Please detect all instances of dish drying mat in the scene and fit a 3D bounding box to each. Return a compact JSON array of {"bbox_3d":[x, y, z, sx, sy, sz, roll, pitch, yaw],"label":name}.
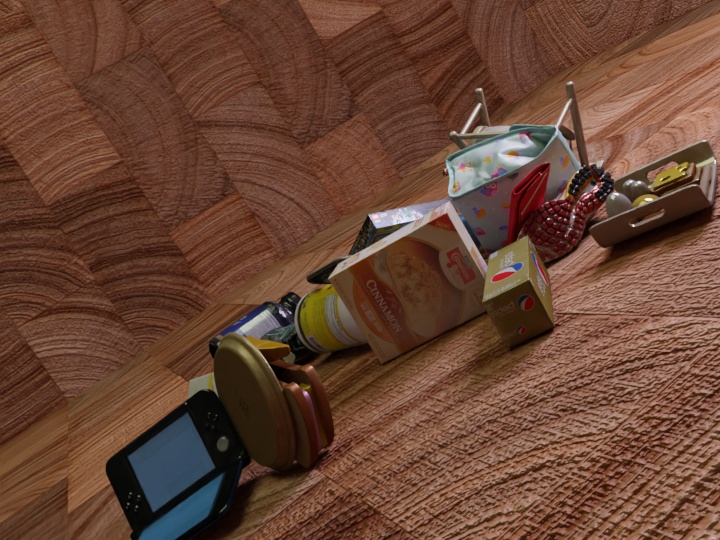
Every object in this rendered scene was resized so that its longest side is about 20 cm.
[{"bbox_3d":[0.251,-0.082,1.180,0.077,0.018,0.200,-44,-25,-15],"label":"dish drying mat"}]

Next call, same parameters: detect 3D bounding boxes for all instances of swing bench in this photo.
[{"bbox_3d":[0.298,-0.212,1.395,0.198,0.200,0.130,5,53,41],"label":"swing bench"}]

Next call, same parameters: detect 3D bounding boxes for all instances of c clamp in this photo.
[{"bbox_3d":[0.000,0.000,1.328,0.169,0.027,0.200,1,-15,-23],"label":"c clamp"}]

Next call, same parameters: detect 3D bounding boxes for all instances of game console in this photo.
[{"bbox_3d":[-0.250,0.271,0.994,0.199,0.171,0.118,-36,-18,11],"label":"game console"}]

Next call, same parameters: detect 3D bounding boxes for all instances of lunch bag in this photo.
[{"bbox_3d":[0.261,-0.138,1.278,0.199,0.170,0.123,-24,41,22],"label":"lunch bag"}]

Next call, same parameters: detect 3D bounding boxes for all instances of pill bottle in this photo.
[{"bbox_3d":[-0.015,0.070,1.312,0.112,0.113,0.199,-39,12,-38],"label":"pill bottle"},{"bbox_3d":[-0.193,0.132,1.569,0.199,0.112,0.112,-36,10,-24],"label":"pill bottle"}]

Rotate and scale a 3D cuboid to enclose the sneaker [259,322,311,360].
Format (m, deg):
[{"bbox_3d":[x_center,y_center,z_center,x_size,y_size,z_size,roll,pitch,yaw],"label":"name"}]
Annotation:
[{"bbox_3d":[-0.127,0.129,1.449,0.199,0.076,0.079,-32,-2,3],"label":"sneaker"}]

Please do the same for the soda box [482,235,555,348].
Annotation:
[{"bbox_3d":[0.202,0.022,1.000,0.064,0.068,0.200,-28,10,19],"label":"soda box"}]

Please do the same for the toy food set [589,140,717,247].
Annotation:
[{"bbox_3d":[0.390,-0.110,1.048,0.143,0.061,0.200,-26,12,35],"label":"toy food set"}]

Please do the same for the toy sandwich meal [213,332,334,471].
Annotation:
[{"bbox_3d":[-0.115,0.160,0.996,0.070,0.207,0.205,-21,3,-31],"label":"toy sandwich meal"}]

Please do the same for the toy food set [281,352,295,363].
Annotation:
[{"bbox_3d":[-0.203,0.221,1.353,0.200,0.061,0.144,-38,9,12],"label":"toy food set"}]

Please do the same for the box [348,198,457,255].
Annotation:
[{"bbox_3d":[0.085,-0.075,1.586,0.199,0.038,0.137,-13,-29,-30],"label":"box"}]

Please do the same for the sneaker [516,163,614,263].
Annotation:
[{"bbox_3d":[0.306,-0.071,1.184,0.200,0.078,0.082,-40,-14,-22],"label":"sneaker"}]

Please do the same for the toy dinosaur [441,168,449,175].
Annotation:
[{"bbox_3d":[0.256,-0.168,1.562,0.198,0.137,0.102,10,-6,2],"label":"toy dinosaur"}]

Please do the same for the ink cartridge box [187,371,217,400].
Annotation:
[{"bbox_3d":[-0.183,0.195,1.182,0.117,0.068,0.199,20,-30,-39],"label":"ink cartridge box"}]

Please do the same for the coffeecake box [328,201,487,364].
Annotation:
[{"bbox_3d":[0.080,0.019,1.143,0.199,0.154,0.073,-29,10,18],"label":"coffeecake box"}]

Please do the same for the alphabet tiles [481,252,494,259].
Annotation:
[{"bbox_3d":[0.126,0.002,1.335,0.166,0.008,0.199,-9,-7,-39],"label":"alphabet tiles"}]

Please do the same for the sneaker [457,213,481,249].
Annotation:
[{"bbox_3d":[0.146,-0.038,1.423,0.199,0.079,0.089,-35,-5,18],"label":"sneaker"}]
